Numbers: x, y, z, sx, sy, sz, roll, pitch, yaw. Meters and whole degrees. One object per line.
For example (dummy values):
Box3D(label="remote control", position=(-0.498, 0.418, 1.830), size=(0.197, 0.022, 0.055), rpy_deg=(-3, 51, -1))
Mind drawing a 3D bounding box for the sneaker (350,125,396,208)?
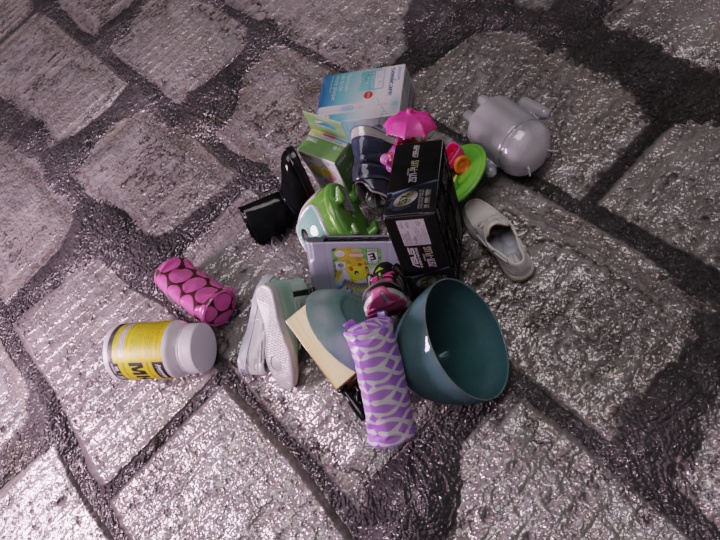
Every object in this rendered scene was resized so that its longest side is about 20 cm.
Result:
Box3D(label="sneaker", position=(0.064, -0.190, 1.257), size=(0.077, 0.200, 0.148), rpy_deg=(-19, 68, 51))

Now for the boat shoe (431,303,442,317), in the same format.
Box3D(label="boat shoe", position=(0.129, -0.003, 1.165), size=(0.065, 0.072, 0.202), rpy_deg=(-8, 58, 22))

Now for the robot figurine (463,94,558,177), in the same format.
Box3D(label="robot figurine", position=(0.287, -0.260, 1.224), size=(0.170, 0.113, 0.200), rpy_deg=(-48, 55, 11))

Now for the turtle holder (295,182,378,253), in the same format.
Box3D(label="turtle holder", position=(-0.043, -0.073, 1.247), size=(0.131, 0.186, 0.141), rpy_deg=(-27, 20, 21))

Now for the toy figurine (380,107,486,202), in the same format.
Box3D(label="toy figurine", position=(0.105, -0.206, 1.169), size=(0.200, 0.184, 0.150), rpy_deg=(-49, 32, 7))

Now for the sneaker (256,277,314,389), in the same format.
Box3D(label="sneaker", position=(-0.121, 0.113, 1.186), size=(0.073, 0.118, 0.203), rpy_deg=(-3, 99, 40))

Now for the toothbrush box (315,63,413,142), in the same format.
Box3D(label="toothbrush box", position=(0.011, -0.363, 1.408), size=(0.197, 0.085, 0.148), rpy_deg=(-1, 61, 19))

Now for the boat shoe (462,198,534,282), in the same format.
Box3D(label="boat shoe", position=(0.249, -0.072, 1.157), size=(0.070, 0.069, 0.201), rpy_deg=(-34, 55, 1))

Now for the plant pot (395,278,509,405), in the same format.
Box3D(label="plant pot", position=(0.128, 0.133, 1.034), size=(0.134, 0.199, 0.202), rpy_deg=(-33, 48, 40))

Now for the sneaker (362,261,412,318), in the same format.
Box3D(label="sneaker", position=(0.039, 0.028, 1.063), size=(0.073, 0.200, 0.089), rpy_deg=(-21, 79, 12))

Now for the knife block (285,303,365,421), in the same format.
Box3D(label="knife block", position=(-0.030, 0.161, 1.073), size=(0.064, 0.201, 0.176), rpy_deg=(-39, 26, -2))

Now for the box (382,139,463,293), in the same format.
Box3D(label="box", position=(0.111, -0.086, 1.061), size=(0.085, 0.201, 0.165), rpy_deg=(-3, 52, 19))

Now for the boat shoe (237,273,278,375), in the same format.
Box3D(label="boat shoe", position=(-0.178, 0.106, 1.228), size=(0.064, 0.074, 0.203), rpy_deg=(6, 74, 18))

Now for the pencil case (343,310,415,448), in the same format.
Box3D(label="pencil case", position=(0.026, 0.170, 0.975), size=(0.085, 0.084, 0.203), rpy_deg=(-8, 96, 39))

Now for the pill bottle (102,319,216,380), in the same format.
Box3D(label="pill bottle", position=(-0.393, 0.156, 1.247), size=(0.197, 0.115, 0.116), rpy_deg=(-5, 60, 19))

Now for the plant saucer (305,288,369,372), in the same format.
Box3D(label="plant saucer", position=(-0.002, 0.095, 1.086), size=(0.039, 0.200, 0.202), rpy_deg=(-49, 51, 25))

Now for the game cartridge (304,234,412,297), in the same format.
Box3D(label="game cartridge", position=(0.000, 0.000, 1.175), size=(0.197, 0.135, 0.041), rpy_deg=(-1, 31, 14))

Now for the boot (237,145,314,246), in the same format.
Box3D(label="boot", position=(-0.173, -0.146, 1.292), size=(0.161, 0.199, 0.074), rpy_deg=(-23, 52, -1))

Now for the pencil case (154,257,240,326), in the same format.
Box3D(label="pencil case", position=(-0.341, 0.038, 1.312), size=(0.199, 0.091, 0.094), rpy_deg=(28, 82, 33))

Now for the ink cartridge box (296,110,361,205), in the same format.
Box3D(label="ink cartridge box", position=(-0.060, -0.221, 1.283), size=(0.103, 0.201, 0.060), rpy_deg=(26, 70, 31))
